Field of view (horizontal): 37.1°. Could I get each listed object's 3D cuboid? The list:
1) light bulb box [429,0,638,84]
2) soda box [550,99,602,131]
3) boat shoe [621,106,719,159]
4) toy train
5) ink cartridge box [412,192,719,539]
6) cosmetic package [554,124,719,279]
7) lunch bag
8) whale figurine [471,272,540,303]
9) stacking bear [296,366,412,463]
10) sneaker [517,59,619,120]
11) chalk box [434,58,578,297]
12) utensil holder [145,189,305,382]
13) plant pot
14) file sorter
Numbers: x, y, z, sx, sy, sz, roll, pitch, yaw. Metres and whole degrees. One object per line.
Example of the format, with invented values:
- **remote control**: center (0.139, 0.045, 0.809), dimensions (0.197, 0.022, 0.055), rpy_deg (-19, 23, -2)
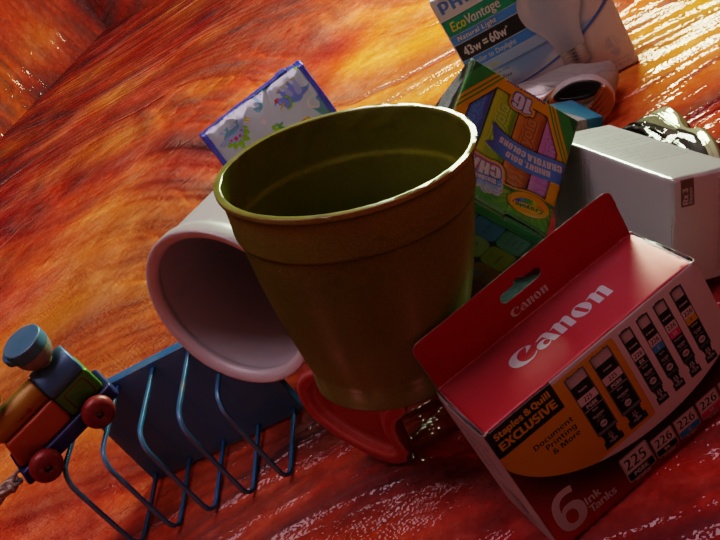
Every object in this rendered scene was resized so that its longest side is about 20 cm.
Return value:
- **light bulb box**: center (0.214, -0.323, 1.357), dimensions (0.198, 0.200, 0.125), rpy_deg (-27, 28, 17)
- **soda box**: center (0.160, -0.131, 1.165), dimensions (0.199, 0.064, 0.068), rpy_deg (-13, 28, -17)
- **boat shoe**: center (0.302, -0.105, 1.039), dimensions (0.065, 0.073, 0.200), rpy_deg (-19, 19, 5)
- **toy train**: center (-0.343, 0.154, 1.037), dimensions (0.200, 0.116, 0.085), rpy_deg (-47, 34, -12)
- **ink cartridge box**: center (0.167, 0.072, 0.799), dimensions (0.200, 0.176, 0.084), rpy_deg (-39, 27, -6)
- **cosmetic package**: center (0.255, -0.065, 0.986), dimensions (0.074, 0.102, 0.200), rpy_deg (-14, 23, -18)
- **lunch bag**: center (-0.095, -0.156, 1.446), dimensions (0.170, 0.200, 0.127), rpy_deg (-38, 27, -3)
- **whale figurine**: center (0.148, 0.042, 0.949), dimensions (0.159, 0.104, 0.200), rpy_deg (3, 43, 52)
- **stacking bear**: center (0.034, 0.058, 1.008), dimensions (0.113, 0.122, 0.200), rpy_deg (18, 52, 20)
- **sneaker**: center (0.226, -0.208, 1.315), dimensions (0.199, 0.076, 0.092), rpy_deg (-5, 32, 34)
- **chalk box**: center (0.101, -0.065, 0.981), dimensions (0.125, 0.124, 0.200), rpy_deg (-50, 15, 54)
- **utensil holder**: center (-0.081, -0.021, 1.024), dimensions (0.170, 0.170, 0.200), rpy_deg (-14, 28, 36)
- **plant pot**: center (0.006, -0.002, 0.839), dimensions (0.200, 0.193, 0.201), rpy_deg (-10, 28, 5)
- **file sorter**: center (-0.179, 0.170, 1.090), dimensions (0.200, 0.139, 0.123), rpy_deg (-27, 32, 17)
